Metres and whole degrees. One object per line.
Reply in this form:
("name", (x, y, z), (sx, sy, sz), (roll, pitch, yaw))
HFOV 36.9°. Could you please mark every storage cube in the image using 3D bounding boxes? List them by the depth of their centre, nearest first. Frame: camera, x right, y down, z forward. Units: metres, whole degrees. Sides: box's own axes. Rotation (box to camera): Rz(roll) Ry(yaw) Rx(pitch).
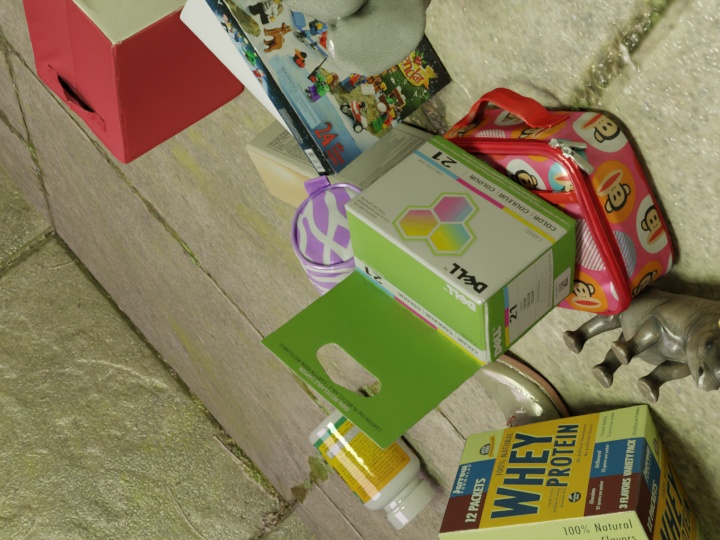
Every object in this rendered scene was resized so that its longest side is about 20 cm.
("storage cube", (-0.236, -0.262, 1.143), (0.171, 0.199, 0.181), (43, 153, 19))

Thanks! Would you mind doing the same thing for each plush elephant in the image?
("plush elephant", (-0.015, -0.231, 0.767), (0.199, 0.154, 0.166), (15, 140, 59))

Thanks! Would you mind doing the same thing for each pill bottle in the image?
("pill bottle", (0.022, 0.297, 1.672), (0.200, 0.113, 0.113), (48, 160, 5))

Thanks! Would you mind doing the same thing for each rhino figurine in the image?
("rhino figurine", (0.232, 0.051, 0.798), (0.060, 0.087, 0.200), (56, 169, -12))

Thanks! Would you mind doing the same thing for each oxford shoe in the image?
("oxford shoe", (0.184, 0.167, 1.154), (0.200, 0.074, 0.071), (44, 159, 18))

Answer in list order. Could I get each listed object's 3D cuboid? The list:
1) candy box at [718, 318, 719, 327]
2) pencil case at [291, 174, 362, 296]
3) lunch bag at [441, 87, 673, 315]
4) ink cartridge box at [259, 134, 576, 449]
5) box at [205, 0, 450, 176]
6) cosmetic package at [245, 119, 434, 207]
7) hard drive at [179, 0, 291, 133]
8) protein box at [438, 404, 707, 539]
("candy box", (0.313, 0.094, 0.600), (0.199, 0.077, 0.170), (24, 147, 51))
("pencil case", (0.000, 0.000, 0.953), (0.200, 0.083, 0.087), (63, -166, -62))
("lunch bag", (0.140, -0.061, 0.856), (0.199, 0.082, 0.178), (11, 133, 58))
("ink cartridge box", (0.039, 0.010, 0.786), (0.147, 0.199, 0.076), (36, 151, 33))
("box", (-0.031, -0.199, 0.885), (0.201, 0.136, 0.038), (56, 161, -15))
("cosmetic package", (-0.013, -0.102, 1.067), (0.199, 0.105, 0.072), (30, 154, 47))
("hard drive", (-0.069, -0.220, 0.997), (0.200, 0.025, 0.132), (46, 123, 12))
("protein box", (0.213, 0.263, 1.049), (0.196, 0.136, 0.201), (-14, 120, 29))
